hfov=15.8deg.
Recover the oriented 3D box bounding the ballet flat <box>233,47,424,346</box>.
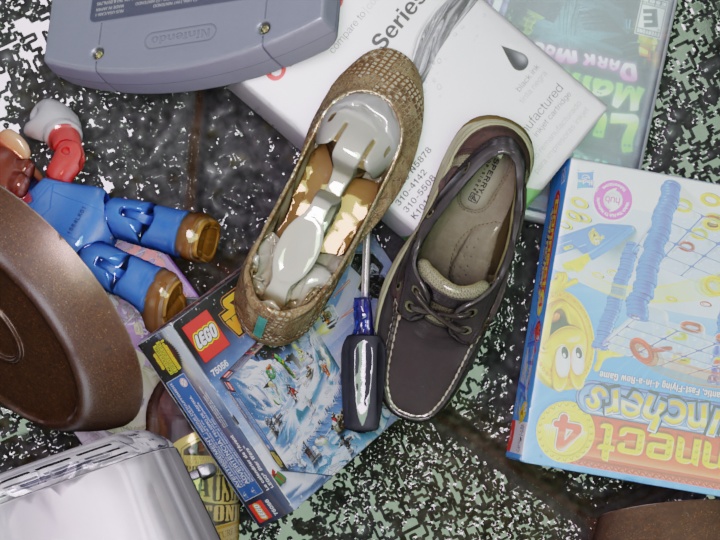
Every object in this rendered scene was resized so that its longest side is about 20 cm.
[{"bbox_3d":[-0.014,-0.047,1.570,0.070,0.065,0.201,23,81,1],"label":"ballet flat"}]

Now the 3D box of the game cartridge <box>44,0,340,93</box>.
[{"bbox_3d":[-0.102,-0.178,1.629,0.199,0.042,0.134,-6,69,24],"label":"game cartridge"}]

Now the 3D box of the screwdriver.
[{"bbox_3d":[0.000,0.000,1.610,0.029,0.028,0.202,-5,84,30],"label":"screwdriver"}]

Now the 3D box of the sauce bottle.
[{"bbox_3d":[-0.108,0.117,1.649,0.065,0.066,0.202,0,91,-7],"label":"sauce bottle"}]

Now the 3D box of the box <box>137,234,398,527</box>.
[{"bbox_3d":[-0.036,0.053,1.638,0.137,0.040,0.200,57,42,-4],"label":"box"}]

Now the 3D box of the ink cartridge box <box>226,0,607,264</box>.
[{"bbox_3d":[0.033,-0.113,1.661,0.200,0.084,0.146,39,87,-5],"label":"ink cartridge box"}]

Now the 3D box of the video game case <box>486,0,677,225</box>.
[{"bbox_3d":[0.099,-0.129,1.722,0.199,0.023,0.183,13,89,-7],"label":"video game case"}]

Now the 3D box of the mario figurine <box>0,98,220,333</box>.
[{"bbox_3d":[-0.189,-0.030,1.651,0.199,0.124,0.107,24,129,14],"label":"mario figurine"}]

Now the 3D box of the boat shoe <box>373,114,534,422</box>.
[{"bbox_3d":[0.053,0.004,1.593,0.073,0.065,0.201,16,105,0],"label":"boat shoe"}]

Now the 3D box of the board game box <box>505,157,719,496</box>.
[{"bbox_3d":[0.208,0.042,1.674,0.198,0.056,0.197,10,87,-6],"label":"board game box"}]

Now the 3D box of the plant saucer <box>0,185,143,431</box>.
[{"bbox_3d":[-0.216,0.027,1.594,0.201,0.200,0.034,50,61,-4],"label":"plant saucer"}]

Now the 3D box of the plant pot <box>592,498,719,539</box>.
[{"bbox_3d":[0.208,0.253,1.671,0.185,0.187,0.202,-3,76,-7],"label":"plant pot"}]

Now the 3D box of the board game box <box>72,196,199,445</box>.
[{"bbox_3d":[-0.142,0.067,1.692,0.120,0.032,0.200,-37,94,-9],"label":"board game box"}]

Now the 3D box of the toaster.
[{"bbox_3d":[-0.171,0.179,1.563,0.199,0.114,0.130,-19,80,-5],"label":"toaster"}]
